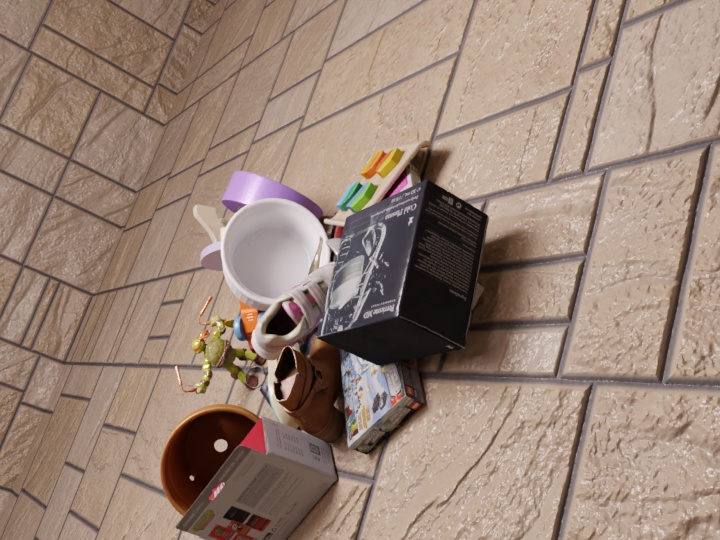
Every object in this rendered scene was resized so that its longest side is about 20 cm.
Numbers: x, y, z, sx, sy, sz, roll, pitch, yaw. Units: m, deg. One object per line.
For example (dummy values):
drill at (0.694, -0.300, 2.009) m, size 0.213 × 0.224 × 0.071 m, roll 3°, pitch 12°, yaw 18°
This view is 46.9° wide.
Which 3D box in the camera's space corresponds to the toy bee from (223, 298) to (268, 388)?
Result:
toy bee at (-0.201, 0.116, 1.595) m, size 0.109 × 0.129 × 0.202 m, roll 26°, pitch -103°, yaw -73°

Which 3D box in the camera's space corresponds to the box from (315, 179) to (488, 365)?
box at (0.057, 0.010, 1.148) m, size 0.199 × 0.123 × 0.199 m, roll -20°, pitch 51°, yaw 53°

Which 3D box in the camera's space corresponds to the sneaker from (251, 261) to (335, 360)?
sneaker at (-0.088, 0.061, 1.308) m, size 0.200 × 0.081 × 0.088 m, roll -44°, pitch -6°, yaw -10°

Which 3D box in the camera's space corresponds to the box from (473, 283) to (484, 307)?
box at (0.116, 0.000, 1.226) m, size 0.039 × 0.041 × 0.200 m, roll -59°, pitch 28°, yaw 8°

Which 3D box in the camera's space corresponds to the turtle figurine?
turtle figurine at (-0.265, 0.158, 1.625) m, size 0.064 × 0.160 × 0.202 m, roll -28°, pitch 44°, yaw 49°

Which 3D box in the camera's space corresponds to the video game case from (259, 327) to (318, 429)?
video game case at (-0.104, 0.165, 1.484) m, size 0.201 × 0.025 × 0.181 m, roll -62°, pitch 27°, yaw 3°

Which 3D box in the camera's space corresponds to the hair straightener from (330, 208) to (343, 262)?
hair straightener at (-0.044, -0.023, 1.546) m, size 0.077 × 0.040 × 0.202 m, roll 134°, pitch 146°, yaw -58°

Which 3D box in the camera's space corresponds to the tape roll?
tape roll at (-0.178, -0.127, 1.679) m, size 0.199 × 0.199 × 0.066 m, roll 5°, pitch 70°, yaw 61°

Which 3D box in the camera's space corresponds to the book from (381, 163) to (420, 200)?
book at (0.048, -0.101, 1.367) m, size 0.134 × 0.048 × 0.200 m, roll -48°, pitch 13°, yaw 17°

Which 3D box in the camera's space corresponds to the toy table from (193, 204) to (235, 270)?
toy table at (-0.292, -0.080, 1.895) m, size 0.199 × 0.183 × 0.119 m, roll -19°, pitch 67°, yaw 43°

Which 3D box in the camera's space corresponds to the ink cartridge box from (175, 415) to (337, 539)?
ink cartridge box at (-0.165, 0.331, 1.283) m, size 0.201 × 0.175 × 0.084 m, roll -51°, pitch 29°, yaw 20°

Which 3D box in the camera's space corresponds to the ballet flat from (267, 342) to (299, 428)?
ballet flat at (-0.123, 0.170, 1.402) m, size 0.069 × 0.069 × 0.201 m, roll -44°, pitch 46°, yaw 32°

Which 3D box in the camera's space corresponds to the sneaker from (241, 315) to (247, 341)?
sneaker at (-0.183, 0.060, 1.670) m, size 0.201 × 0.073 × 0.088 m, roll -62°, pitch 2°, yaw 31°

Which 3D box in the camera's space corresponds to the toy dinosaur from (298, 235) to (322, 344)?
toy dinosaur at (-0.074, 0.051, 1.426) m, size 0.088 × 0.047 × 0.202 m, roll 31°, pitch 112°, yaw 33°

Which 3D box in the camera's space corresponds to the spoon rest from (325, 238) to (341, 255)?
spoon rest at (0.000, 0.000, 1.383) m, size 0.061 × 0.099 × 0.200 m, roll -48°, pitch 34°, yaw -7°

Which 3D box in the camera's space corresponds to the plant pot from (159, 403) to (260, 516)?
plant pot at (-0.240, 0.321, 1.433) m, size 0.202 × 0.199 × 0.140 m, roll -64°, pitch 10°, yaw -1°

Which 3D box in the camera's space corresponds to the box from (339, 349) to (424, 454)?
box at (0.028, 0.154, 1.247) m, size 0.137 × 0.040 × 0.201 m, roll -47°, pitch 31°, yaw 31°

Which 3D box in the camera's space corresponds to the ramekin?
ramekin at (-0.161, -0.021, 1.525) m, size 0.098 × 0.198 × 0.203 m, roll 131°, pitch 157°, yaw -67°

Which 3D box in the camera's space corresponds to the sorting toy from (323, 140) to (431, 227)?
sorting toy at (0.021, -0.154, 1.436) m, size 0.200 × 0.036 × 0.185 m, roll -48°, pitch 14°, yaw -6°

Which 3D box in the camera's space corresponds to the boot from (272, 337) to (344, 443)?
boot at (-0.079, 0.154, 1.299) m, size 0.073 × 0.155 × 0.202 m, roll -23°, pitch 48°, yaw 19°
